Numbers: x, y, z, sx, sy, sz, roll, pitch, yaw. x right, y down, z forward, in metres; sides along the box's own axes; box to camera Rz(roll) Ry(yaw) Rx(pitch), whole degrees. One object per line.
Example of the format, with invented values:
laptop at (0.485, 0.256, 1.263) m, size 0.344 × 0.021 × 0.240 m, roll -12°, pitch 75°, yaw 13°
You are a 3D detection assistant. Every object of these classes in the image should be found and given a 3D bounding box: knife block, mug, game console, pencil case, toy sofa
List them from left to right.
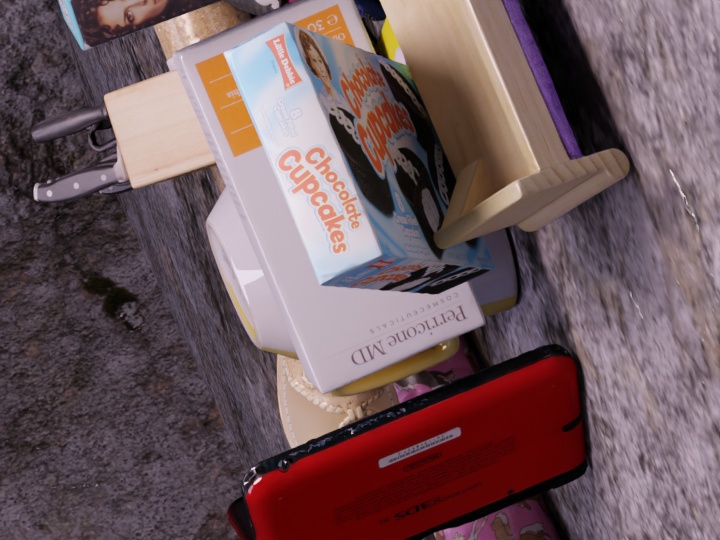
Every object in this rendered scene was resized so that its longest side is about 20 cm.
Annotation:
knife block at (-0.117, -0.091, 1.710) m, size 0.200 × 0.176 × 0.064 m, roll 171°, pitch 81°, yaw -74°
mug at (0.000, -0.003, 1.619) m, size 0.149 × 0.153 × 0.187 m, roll -142°, pitch 31°, yaw -73°
game console at (0.018, 0.096, 1.585) m, size 0.172 × 0.200 × 0.119 m, roll 79°, pitch 166°, yaw -50°
pencil case at (0.062, 0.122, 1.791) m, size 0.083 × 0.087 × 0.200 m, roll 16°, pitch -134°, yaw -61°
toy sofa at (0.056, -0.119, 1.280) m, size 0.083 × 0.098 × 0.200 m, roll -34°, pitch 76°, yaw 56°

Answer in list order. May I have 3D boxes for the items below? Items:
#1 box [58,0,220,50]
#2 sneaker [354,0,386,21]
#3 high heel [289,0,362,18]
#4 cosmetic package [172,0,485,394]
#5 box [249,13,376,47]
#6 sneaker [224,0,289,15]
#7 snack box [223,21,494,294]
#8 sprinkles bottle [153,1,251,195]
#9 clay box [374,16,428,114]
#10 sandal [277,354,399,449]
box at (-0.067, -0.190, 1.414) m, size 0.049 × 0.200 × 0.082 m, roll -124°, pitch 15°, yaw -58°
sneaker at (-0.011, -0.217, 1.490) m, size 0.078 × 0.075 × 0.200 m, roll 48°, pitch 168°, yaw 43°
high heel at (-0.057, -0.213, 1.597) m, size 0.096 × 0.067 × 0.200 m, roll 12°, pitch 141°, yaw 28°
cosmetic package at (-0.018, -0.045, 1.487) m, size 0.071 × 0.101 × 0.200 m, roll -146°, pitch 32°, yaw -82°
box at (-0.012, -0.102, 1.803) m, size 0.200 × 0.051 × 0.158 m, roll -123°, pitch 15°, yaw -52°
sneaker at (-0.100, -0.203, 1.749) m, size 0.066 × 0.200 × 0.091 m, roll -67°, pitch 7°, yaw -26°
snack box at (0.003, -0.049, 1.301) m, size 0.116 × 0.037 × 0.200 m, roll 67°, pitch -165°, yaw 8°
sprinkles bottle at (-0.081, -0.106, 1.820) m, size 0.068 × 0.068 × 0.200 m, roll 168°, pitch 80°, yaw -82°
clay box at (0.052, -0.086, 1.438) m, size 0.200 × 0.048 × 0.115 m, roll 119°, pitch 129°, yaw -79°
sandal at (-0.019, 0.049, 1.740) m, size 0.070 × 0.078 × 0.212 m, roll 102°, pitch 158°, yaw -82°
